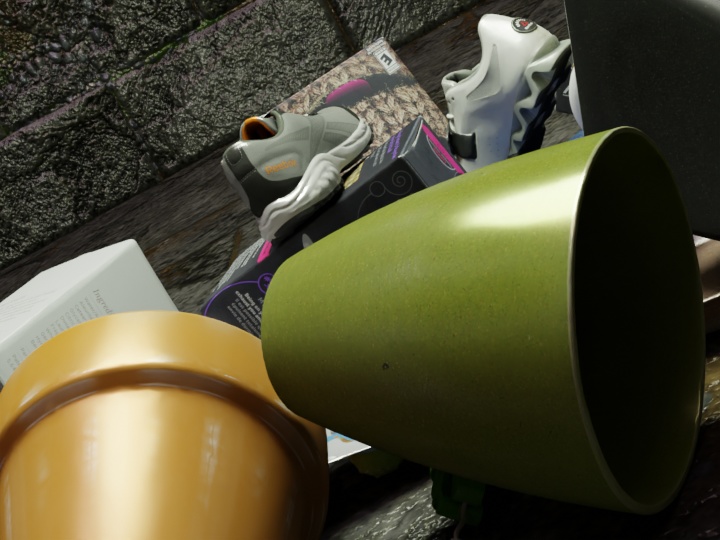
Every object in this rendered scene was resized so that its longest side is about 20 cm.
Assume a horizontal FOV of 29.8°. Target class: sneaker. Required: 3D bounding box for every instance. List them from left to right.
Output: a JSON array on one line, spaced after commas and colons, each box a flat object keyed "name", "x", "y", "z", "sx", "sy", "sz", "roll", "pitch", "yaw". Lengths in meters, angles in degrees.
[{"name": "sneaker", "x": -0.046, "y": -0.092, "z": 1.000, "sx": 0.074, "sy": 0.079, "sz": 0.200, "roll": -38, "pitch": 9, "yaw": 22}, {"name": "sneaker", "x": 0.102, "y": -0.120, "z": 1.100, "sx": 0.074, "sy": 0.088, "sz": 0.200, "roll": -41, "pitch": -24, "yaw": -49}]

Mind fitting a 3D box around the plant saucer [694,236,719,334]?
[{"name": "plant saucer", "x": 0.232, "y": -0.007, "z": 0.884, "sx": 0.200, "sy": 0.037, "sz": 0.200, "roll": -28, "pitch": 15, "yaw": 8}]

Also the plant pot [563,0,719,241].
[{"name": "plant pot", "x": 0.257, "y": -0.124, "z": 0.804, "sx": 0.200, "sy": 0.200, "sz": 0.177, "roll": -23, "pitch": 34, "yaw": -13}]

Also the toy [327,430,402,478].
[{"name": "toy", "x": -0.003, "y": 0.109, "z": 0.904, "sx": 0.199, "sy": 0.047, "sz": 0.115, "roll": -17, "pitch": 22, "yaw": -3}]

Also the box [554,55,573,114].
[{"name": "box", "x": 0.285, "y": -0.166, "z": 1.137, "sx": 0.200, "sy": 0.044, "sz": 0.160, "roll": 15, "pitch": 36, "yaw": 27}]

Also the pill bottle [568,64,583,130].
[{"name": "pill bottle", "x": 0.221, "y": -0.181, "z": 1.029, "sx": 0.109, "sy": 0.109, "sz": 0.200, "roll": -21, "pitch": 31, "yaw": 30}]

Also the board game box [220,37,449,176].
[{"name": "board game box", "x": 0.009, "y": -0.072, "z": 1.186, "sx": 0.159, "sy": 0.200, "sz": 0.097, "roll": -40, "pitch": 2, "yaw": -35}]

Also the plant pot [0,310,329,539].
[{"name": "plant pot", "x": -0.114, "y": 0.154, "z": 0.733, "sx": 0.200, "sy": 0.200, "sz": 0.183, "roll": -26, "pitch": 30, "yaw": 12}]

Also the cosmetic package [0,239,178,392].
[{"name": "cosmetic package", "x": -0.274, "y": 0.101, "z": 1.247, "sx": 0.165, "sy": 0.165, "sz": 0.200, "roll": -15, "pitch": 20, "yaw": 43}]

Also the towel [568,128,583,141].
[{"name": "towel", "x": 0.173, "y": -0.074, "z": 1.135, "sx": 0.200, "sy": 0.049, "sz": 0.112, "roll": -39, "pitch": -10, "yaw": -41}]

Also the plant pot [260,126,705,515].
[{"name": "plant pot", "x": 0.055, "y": 0.031, "z": 0.709, "sx": 0.200, "sy": 0.188, "sz": 0.187, "roll": -5, "pitch": 25, "yaw": 31}]

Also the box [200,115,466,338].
[{"name": "box", "x": 0.000, "y": 0.000, "z": 1.009, "sx": 0.200, "sy": 0.122, "sz": 0.106, "roll": -35, "pitch": 11, "yaw": 22}]

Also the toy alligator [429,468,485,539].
[{"name": "toy alligator", "x": 0.058, "y": 0.113, "z": 0.783, "sx": 0.200, "sy": 0.059, "sz": 0.054, "roll": -78, "pitch": 7, "yaw": -48}]
